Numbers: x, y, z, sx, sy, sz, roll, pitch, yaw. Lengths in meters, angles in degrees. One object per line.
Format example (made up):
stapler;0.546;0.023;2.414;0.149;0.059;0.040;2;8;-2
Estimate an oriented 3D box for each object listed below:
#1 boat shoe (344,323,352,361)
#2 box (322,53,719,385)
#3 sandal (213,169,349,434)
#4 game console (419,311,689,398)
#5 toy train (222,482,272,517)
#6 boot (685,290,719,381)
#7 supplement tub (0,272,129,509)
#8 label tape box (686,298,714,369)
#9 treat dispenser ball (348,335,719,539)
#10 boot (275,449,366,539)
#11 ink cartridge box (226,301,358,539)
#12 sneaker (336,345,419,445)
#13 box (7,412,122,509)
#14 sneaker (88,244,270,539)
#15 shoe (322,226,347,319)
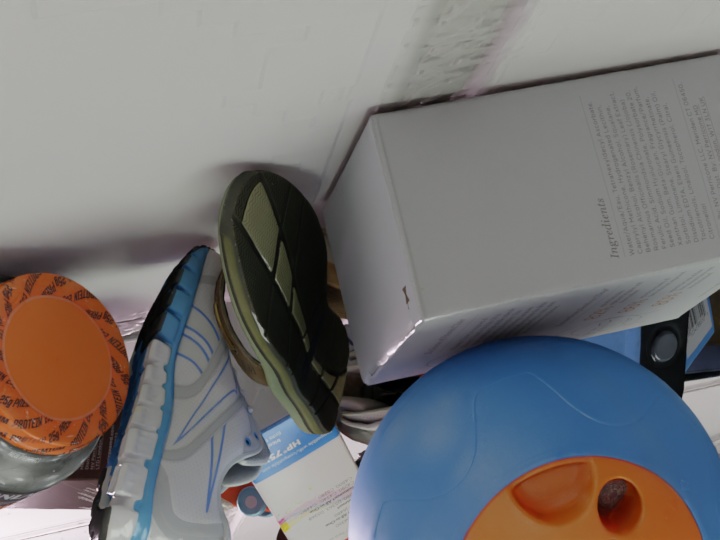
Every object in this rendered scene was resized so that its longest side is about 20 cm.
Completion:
boat shoe;0.021;0.069;1.279;0.065;0.074;0.200;-45;158;2
box;0.095;-0.024;0.861;0.197;0.108;0.152;-11;167;-14
sandal;-0.051;0.027;0.885;0.057;0.080;0.202;11;146;19
game console;0.125;0.030;1.006;0.198;0.179;0.031;-7;-160;-28
toy train;-0.122;0.146;1.183;0.148;0.056;0.200;7;171;11
boot;0.214;0.051;1.305;0.197;0.098;0.075;-10;166;-15
supplement tub;-0.226;0.079;0.920;0.122;0.124;0.199;0;161;-45
label tape box;0.143;0.053;1.186;0.198;0.067;0.143;-5;-162;30
treat dispenser ball;0.093;0.135;0.834;0.198;0.203;0.201;-13;167;-3
boot;0.002;0.193;1.259;0.200;0.067;0.131;-42;162;-36
ink cartridge box;-0.045;0.123;1.100;0.067;0.117;0.201;-29;136;-5
sneaker;0.013;0.078;1.089;0.115;0.075;0.199;14;165;-35
box;-0.208;0.114;1.062;0.198;0.076;0.100;-2;160;26
sneaker;-0.089;0.077;0.900;0.086;0.202;0.075;20;141;-14
shoe;0.000;0.000;0.987;0.069;0.054;0.199;-6;162;39
